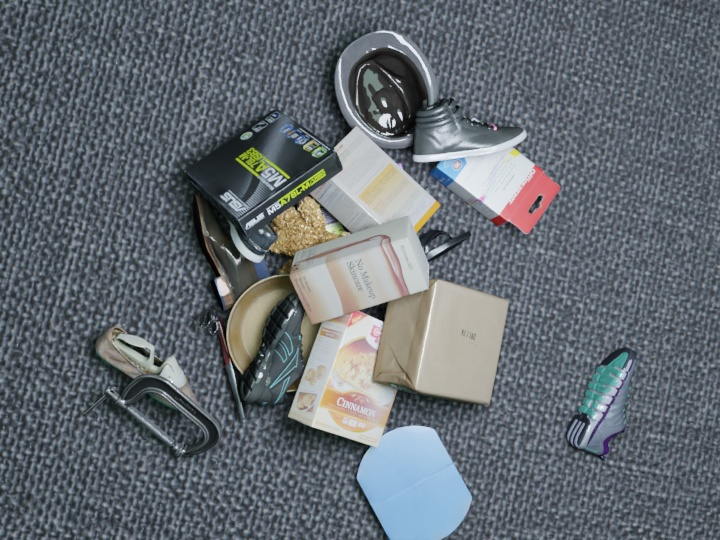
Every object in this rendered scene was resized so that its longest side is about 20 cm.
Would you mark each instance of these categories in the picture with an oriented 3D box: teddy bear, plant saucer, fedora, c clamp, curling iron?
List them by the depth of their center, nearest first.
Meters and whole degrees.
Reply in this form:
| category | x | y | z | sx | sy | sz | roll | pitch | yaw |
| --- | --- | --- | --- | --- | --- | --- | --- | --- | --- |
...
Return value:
| category | x | y | z | sx | sy | sz | roll | pitch | yaw |
| --- | --- | --- | --- | --- | --- | --- | --- | --- | --- |
| c clamp | -0.330 | 0.242 | 1.546 | 0.200 | 0.027 | 0.171 | 39 | 121 | -11 |
| teddy bear | -0.107 | -0.055 | 1.593 | 0.145 | 0.067 | 0.200 | -43 | 83 | 10 |
| curling iron | -0.229 | 0.156 | 1.595 | 0.050 | 0.026 | 0.200 | -20 | 93 | -47 |
| plant saucer | -0.127 | 0.104 | 1.601 | 0.200 | 0.035 | 0.201 | -1 | 97 | -9 |
| fedora | 0.040 | -0.309 | 1.645 | 0.177 | 0.090 | 0.200 | -35 | 100 | -8 |

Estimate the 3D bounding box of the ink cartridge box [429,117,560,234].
| category | x | y | z | sx | sy | sz | roll | pitch | yaw |
| --- | --- | --- | --- | --- | --- | --- | --- | --- | --- |
| ink cartridge box | 0.238 | -0.161 | 1.676 | 0.200 | 0.067 | 0.116 | 38 | 81 | -4 |

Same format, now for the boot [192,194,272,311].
| category | x | y | z | sx | sy | sz | roll | pitch | yaw |
| --- | --- | --- | --- | --- | --- | --- | --- | --- | --- |
| boot | -0.218 | -0.040 | 1.598 | 0.097 | 0.075 | 0.200 | -17 | 99 | -18 |

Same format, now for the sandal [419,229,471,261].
| category | x | y | z | sx | sy | sz | roll | pitch | yaw |
| --- | --- | --- | --- | --- | --- | --- | --- | --- | --- |
| sandal | 0.101 | -0.033 | 1.641 | 0.200 | 0.075 | 0.048 | -25 | 87 | -10 |

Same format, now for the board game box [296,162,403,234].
| category | x | y | z | sx | sy | sz | roll | pitch | yaw |
| --- | --- | --- | --- | --- | --- | --- | --- | --- | --- |
| board game box | -0.004 | -0.103 | 1.654 | 0.200 | 0.032 | 0.120 | -18 | 91 | -10 |

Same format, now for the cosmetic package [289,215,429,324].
| category | x | y | z | sx | sy | sz | roll | pitch | yaw |
| --- | --- | --- | --- | --- | --- | --- | --- | --- | --- |
| cosmetic package | 0.000 | 0.000 | 1.504 | 0.200 | 0.087 | 0.103 | -19 | 115 | 13 |

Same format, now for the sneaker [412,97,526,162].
| category | x | y | z | sx | sy | sz | roll | pitch | yaw |
| --- | --- | --- | --- | --- | --- | --- | --- | --- | --- |
| sneaker | 0.181 | -0.246 | 1.594 | 0.200 | 0.071 | 0.099 | -10 | 107 | -5 |

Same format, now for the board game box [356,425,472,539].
| category | x | y | z | sx | sy | sz | roll | pitch | yaw |
| --- | --- | --- | --- | --- | --- | --- | --- | --- | --- |
| board game box | 0.089 | 0.369 | 1.627 | 0.158 | 0.039 | 0.200 | -29 | 85 | -5 |

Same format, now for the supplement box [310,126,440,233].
| category | x | y | z | sx | sy | sz | roll | pitch | yaw |
| --- | --- | --- | --- | --- | --- | --- | --- | --- | --- |
| supplement box | 0.017 | -0.126 | 1.589 | 0.200 | 0.074 | 0.126 | 43 | 54 | -1 |

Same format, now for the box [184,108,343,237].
| category | x | y | z | sx | sy | sz | roll | pitch | yaw |
| --- | --- | --- | --- | --- | --- | --- | --- | --- | --- |
| box | -0.158 | -0.162 | 1.521 | 0.193 | 0.200 | 0.048 | -35 | 133 | -14 |

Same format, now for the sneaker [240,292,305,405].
| category | x | y | z | sx | sy | sz | roll | pitch | yaw |
| --- | --- | --- | --- | --- | --- | --- | --- | --- | --- |
| sneaker | -0.128 | 0.131 | 1.559 | 0.079 | 0.075 | 0.200 | 21 | 100 | -24 |

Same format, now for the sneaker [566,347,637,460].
| category | x | y | z | sx | sy | sz | roll | pitch | yaw |
| --- | --- | --- | --- | --- | --- | --- | --- | --- | --- |
| sneaker | 0.448 | 0.237 | 1.686 | 0.087 | 0.074 | 0.200 | 30 | 91 | -19 |

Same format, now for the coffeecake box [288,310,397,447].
| category | x | y | z | sx | sy | sz | roll | pitch | yaw |
| --- | --- | --- | --- | --- | --- | --- | --- | --- | --- |
| coffeecake box | -0.012 | 0.175 | 1.574 | 0.153 | 0.073 | 0.200 | 25 | 80 | -38 |

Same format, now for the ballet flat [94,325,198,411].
| category | x | y | z | sx | sy | sz | roll | pitch | yaw |
| --- | --- | --- | --- | --- | --- | --- | --- | --- | --- |
| ballet flat | -0.343 | 0.159 | 1.552 | 0.200 | 0.068 | 0.067 | 33 | 115 | -6 |

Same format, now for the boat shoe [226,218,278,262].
| category | x | y | z | sx | sy | sz | roll | pitch | yaw |
| --- | --- | --- | --- | --- | --- | --- | --- | --- | --- |
| boat shoe | -0.192 | -0.100 | 1.562 | 0.060 | 0.076 | 0.200 | -45 | 58 | 18 |

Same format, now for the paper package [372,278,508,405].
| category | x | y | z | sx | sy | sz | roll | pitch | yaw |
| --- | --- | --- | --- | --- | --- | --- | --- | --- | --- |
| paper package | 0.138 | 0.117 | 1.577 | 0.200 | 0.103 | 0.191 | 17 | 81 | -43 |
